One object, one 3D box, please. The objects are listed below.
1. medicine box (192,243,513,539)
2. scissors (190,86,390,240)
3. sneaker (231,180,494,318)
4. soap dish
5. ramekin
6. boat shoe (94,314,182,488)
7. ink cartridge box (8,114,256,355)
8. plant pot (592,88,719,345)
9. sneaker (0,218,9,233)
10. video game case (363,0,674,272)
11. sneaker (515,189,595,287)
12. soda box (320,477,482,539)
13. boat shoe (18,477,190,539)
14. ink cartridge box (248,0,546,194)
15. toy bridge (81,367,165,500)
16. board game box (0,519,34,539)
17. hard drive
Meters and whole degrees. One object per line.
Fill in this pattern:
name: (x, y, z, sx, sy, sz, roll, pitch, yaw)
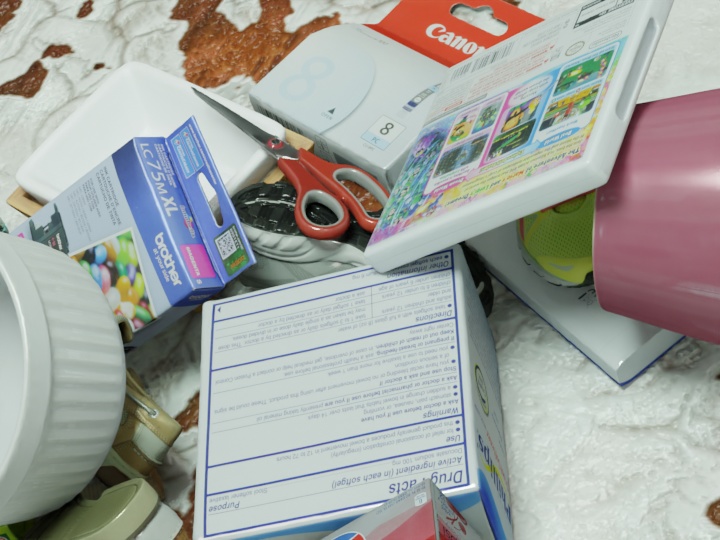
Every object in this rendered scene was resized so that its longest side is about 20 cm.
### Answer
medicine box: (-0.004, 0.105, 1.250, 0.180, 0.103, 0.201, -13, 48, 12)
scissors: (-0.048, -0.083, 1.392, 0.073, 0.014, 0.200, -20, 46, -24)
sneaker: (0.000, 0.000, 1.370, 0.198, 0.080, 0.074, 17, 38, 15)
soap dish: (-0.148, -0.063, 1.469, 0.199, 0.082, 0.158, 26, 64, 36)
ramekin: (-0.240, 0.069, 1.241, 0.199, 0.105, 0.202, -5, 82, 38)
boat shoe: (-0.187, 0.057, 1.328, 0.076, 0.072, 0.200, -44, 67, 7)
ink cartridge box: (-0.169, -0.010, 1.366, 0.199, 0.042, 0.120, -32, 74, 32)
plant pot: (0.240, -0.032, 1.190, 0.177, 0.201, 0.201, 4, 52, 18)
sneaker: (-0.369, 0.003, 1.522, 0.198, 0.078, 0.086, -24, 34, -8)
video game case: (0.102, -0.095, 1.243, 0.199, 0.024, 0.183, -22, 34, 44)
sneaker: (0.128, -0.074, 1.323, 0.077, 0.091, 0.201, -21, 48, 1)
soda box: (-0.020, 0.207, 1.146, 0.199, 0.070, 0.064, -32, 29, 17)
boat shoe: (-0.167, 0.183, 1.223, 0.075, 0.068, 0.200, -48, 14, -28)
ink cartridge box: (0.036, -0.158, 1.500, 0.160, 0.047, 0.200, 31, 69, 39)
toy bridge: (-0.168, 0.154, 1.327, 0.067, 0.027, 0.201, -22, 47, 5)
board game box: (-0.285, 0.124, 1.386, 0.101, 0.048, 0.201, -16, 47, 9)
hard drive: (0.163, -0.019, 1.342, 0.132, 0.025, 0.200, -37, 47, -11)
